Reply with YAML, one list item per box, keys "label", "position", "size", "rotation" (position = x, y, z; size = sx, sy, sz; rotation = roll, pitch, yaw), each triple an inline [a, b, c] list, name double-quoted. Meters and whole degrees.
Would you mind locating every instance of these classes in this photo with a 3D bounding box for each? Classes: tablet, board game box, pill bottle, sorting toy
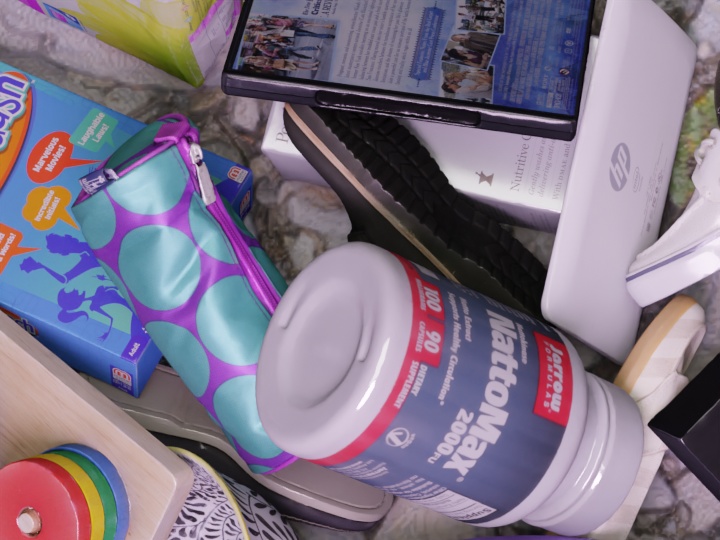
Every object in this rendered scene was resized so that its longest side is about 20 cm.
- label: "tablet"
  position: [0.152, -0.054, 1.602]
  size: [0.014, 0.130, 0.201]
  rotation: [7, 79, 29]
- label: "board game box"
  position: [-0.185, -0.031, 1.654]
  size: [0.199, 0.045, 0.152]
  rotation: [23, 60, 11]
- label: "pill bottle"
  position: [0.054, 0.072, 1.509]
  size: [0.200, 0.119, 0.120]
  rotation: [24, 79, -33]
- label: "sorting toy"
  position: [-0.221, 0.142, 1.576]
  size: [0.200, 0.070, 0.199]
  rotation: [37, 115, 22]

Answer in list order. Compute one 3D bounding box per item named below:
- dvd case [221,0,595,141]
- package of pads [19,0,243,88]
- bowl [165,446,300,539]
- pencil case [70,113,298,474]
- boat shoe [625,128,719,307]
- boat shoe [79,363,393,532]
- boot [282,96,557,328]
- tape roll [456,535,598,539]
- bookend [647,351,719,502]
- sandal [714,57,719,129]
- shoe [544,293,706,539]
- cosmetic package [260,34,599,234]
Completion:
- label: "dvd case"
  position: [0.030, -0.133, 1.575]
  size: [0.199, 0.018, 0.143]
  rotation: [8, 41, 4]
- label: "package of pads"
  position: [-0.150, -0.189, 1.627]
  size: [0.154, 0.200, 0.068]
  rotation: [26, 78, 11]
- label: "bowl"
  position: [-0.079, 0.203, 1.577]
  size: [0.094, 0.200, 0.202]
  rotation: [7, 78, -37]
- label: "pencil case"
  position: [-0.079, 0.013, 1.568]
  size: [0.092, 0.085, 0.200]
  rotation: [-28, 100, 39]
- label: "boat shoe"
  position: [0.223, -0.057, 1.573]
  size: [0.200, 0.071, 0.070]
  rotation: [-36, 88, 21]
- label: "boat shoe"
  position: [-0.078, 0.113, 1.641]
  size: [0.199, 0.073, 0.063]
  rotation: [22, 125, 5]
- label: "boot"
  position: [0.000, 0.000, 1.592]
  size: [0.200, 0.077, 0.138]
  rotation: [46, 119, -4]
- label: "tape roll"
  position: [0.067, 0.199, 1.482]
  size: [0.199, 0.200, 0.066]
  rotation: [-5, 99, 6]
- label: "bookend"
  position: [0.220, 0.147, 1.537]
  size: [0.200, 0.092, 0.199]
  rotation: [-45, 98, -3]
- label: "sandal"
  position: [0.264, -0.060, 1.627]
  size: [0.080, 0.057, 0.202]
  rotation: [-16, 94, 23]
- label: "shoe"
  position: [0.155, 0.110, 1.599]
  size: [0.053, 0.070, 0.201]
  rotation: [27, 91, 11]
- label: "cosmetic package"
  position: [0.052, -0.095, 1.645]
  size: [0.199, 0.081, 0.113]
  rotation: [11, 82, 8]
